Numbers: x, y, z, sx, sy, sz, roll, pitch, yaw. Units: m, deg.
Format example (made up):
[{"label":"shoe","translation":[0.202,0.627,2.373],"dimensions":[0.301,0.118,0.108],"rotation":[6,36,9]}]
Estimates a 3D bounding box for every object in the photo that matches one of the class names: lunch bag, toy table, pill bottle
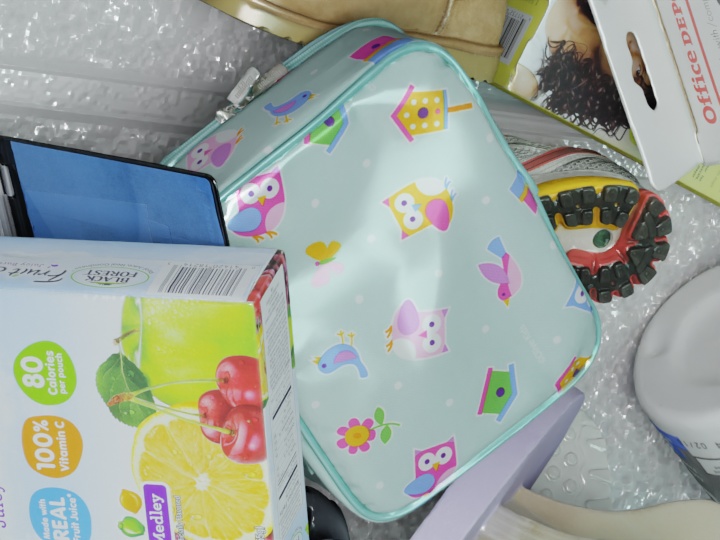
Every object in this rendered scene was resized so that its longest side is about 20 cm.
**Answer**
[{"label":"lunch bag","translation":[0.000,0.000,1.211],"dimensions":[0.160,0.077,0.200],"rotation":[-37,120,-9]},{"label":"toy table","translation":[0.080,0.153,1.285],"dimensions":[0.200,0.117,0.184],"rotation":[-53,170,-20]},{"label":"pill bottle","translation":[0.234,0.095,1.447],"dimensions":[0.114,0.114,0.200],"rotation":[-46,124,-9]}]

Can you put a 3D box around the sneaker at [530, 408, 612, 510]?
[{"label":"sneaker","translation":[0.073,0.162,1.403],"dimensions":[0.076,0.080,0.201],"rotation":[15,80,-8]}]

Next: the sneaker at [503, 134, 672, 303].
[{"label":"sneaker","translation":[0.040,-0.022,1.316],"dimensions":[0.199,0.082,0.078],"rotation":[1,116,-15]}]

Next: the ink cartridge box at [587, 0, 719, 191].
[{"label":"ink cartridge box","translation":[0.202,-0.126,1.329],"dimensions":[0.200,0.067,0.117],"rotation":[-31,105,-38]}]

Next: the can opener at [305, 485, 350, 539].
[{"label":"can opener","translation":[-0.060,0.161,1.280],"dimensions":[0.063,0.079,0.200],"rotation":[20,138,-16]}]

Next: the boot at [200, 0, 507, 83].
[{"label":"boot","translation":[0.020,-0.195,1.248],"dimensions":[0.175,0.066,0.201],"rotation":[6,103,-43]}]

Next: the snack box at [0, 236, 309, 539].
[{"label":"snack box","translation":[-0.126,0.060,1.132],"dimensions":[0.199,0.053,0.143],"rotation":[3,116,13]}]

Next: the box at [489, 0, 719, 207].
[{"label":"box","translation":[0.144,-0.087,1.366],"dimensions":[0.199,0.050,0.076],"rotation":[23,94,-36]}]

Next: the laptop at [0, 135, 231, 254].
[{"label":"laptop","translation":[-0.150,0.051,1.170],"dimensions":[0.199,0.116,0.188],"rotation":[-15,115,-10]}]
